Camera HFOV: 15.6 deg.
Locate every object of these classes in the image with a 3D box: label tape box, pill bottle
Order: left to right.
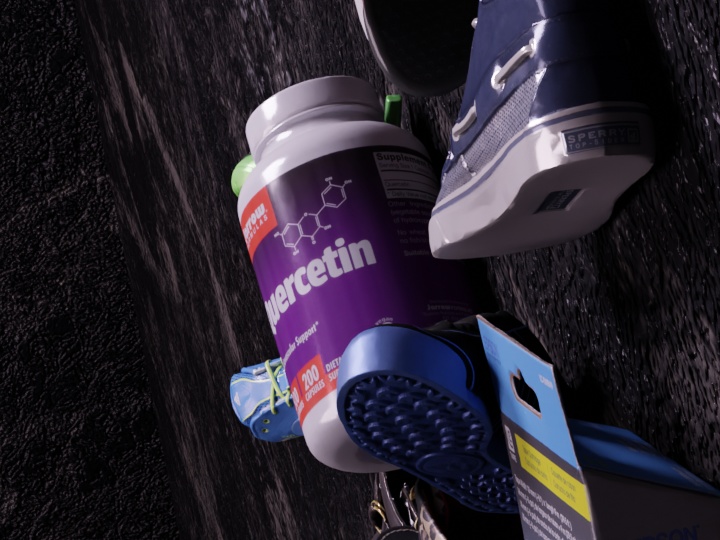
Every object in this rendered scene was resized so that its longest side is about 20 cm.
[{"bbox_3d":[0.000,0.000,1.421,0.113,0.112,0.201,96,158,-64],"label":"pill bottle"},{"bbox_3d":[0.110,0.118,1.088,0.144,0.063,0.202,-143,42,-78],"label":"label tape box"}]

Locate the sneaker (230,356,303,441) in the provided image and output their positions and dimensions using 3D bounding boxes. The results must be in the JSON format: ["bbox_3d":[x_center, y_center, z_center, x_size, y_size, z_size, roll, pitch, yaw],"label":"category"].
[{"bbox_3d":[-0.030,0.082,1.740,0.200,0.104,0.076,112,143,-75],"label":"sneaker"}]

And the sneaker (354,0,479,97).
[{"bbox_3d":[0.016,-0.170,1.227,0.108,0.067,0.203,121,138,-78],"label":"sneaker"}]

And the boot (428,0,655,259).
[{"bbox_3d":[0.070,-0.066,1.080,0.200,0.072,0.091,138,125,-71],"label":"boot"}]

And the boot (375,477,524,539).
[{"bbox_3d":[0.051,0.168,1.451,0.200,0.073,0.152,-109,19,-55],"label":"boot"}]

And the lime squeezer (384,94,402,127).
[{"bbox_3d":[0.016,-0.034,1.556,0.200,0.037,0.071,101,-176,-71],"label":"lime squeezer"}]

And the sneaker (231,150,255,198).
[{"bbox_3d":[-0.025,-0.055,1.661,0.076,0.084,0.200,32,175,8],"label":"sneaker"}]

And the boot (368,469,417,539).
[{"bbox_3d":[0.039,0.204,1.636,0.175,0.069,0.201,95,157,-55],"label":"boot"}]

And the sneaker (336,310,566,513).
[{"bbox_3d":[0.043,0.050,1.199,0.200,0.070,0.079,43,-137,-59],"label":"sneaker"}]
